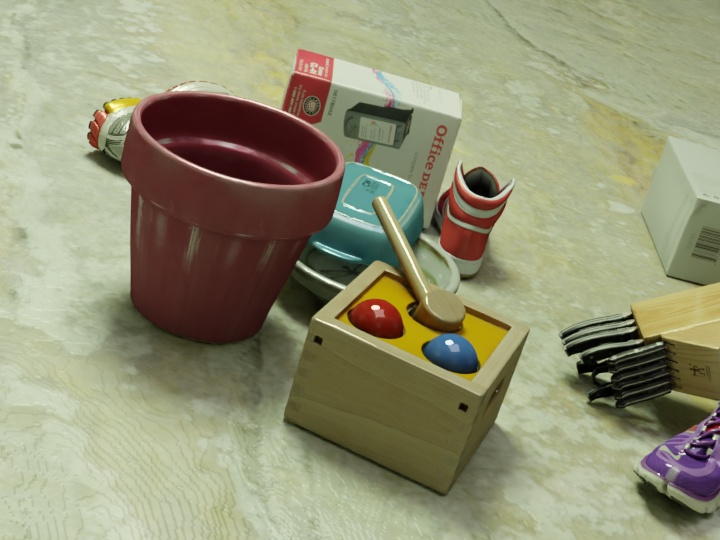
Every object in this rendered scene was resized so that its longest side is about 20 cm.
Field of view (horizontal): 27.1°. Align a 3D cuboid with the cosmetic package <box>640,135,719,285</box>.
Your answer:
[{"bbox_3d":[0.416,-0.075,1.856,0.081,0.113,0.200,14,27,-5],"label":"cosmetic package"}]

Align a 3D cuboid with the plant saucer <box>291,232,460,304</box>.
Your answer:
[{"bbox_3d":[0.000,0.000,1.504,0.199,0.050,0.200,14,25,-7],"label":"plant saucer"}]

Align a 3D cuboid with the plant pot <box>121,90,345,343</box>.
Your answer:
[{"bbox_3d":[-0.130,-0.043,1.354,0.199,0.180,0.200,14,26,-7],"label":"plant pot"}]

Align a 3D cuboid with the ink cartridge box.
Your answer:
[{"bbox_3d":[0.002,-0.149,1.694,0.199,0.148,0.086,15,25,-4],"label":"ink cartridge box"}]

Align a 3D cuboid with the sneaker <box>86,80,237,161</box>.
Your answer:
[{"bbox_3d":[-0.205,-0.153,1.670,0.199,0.078,0.082,-23,49,-41],"label":"sneaker"}]

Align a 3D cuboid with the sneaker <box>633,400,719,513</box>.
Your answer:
[{"bbox_3d":[0.318,0.155,1.355,0.080,0.084,0.200,32,30,29],"label":"sneaker"}]

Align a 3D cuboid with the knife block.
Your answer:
[{"bbox_3d":[0.303,0.062,1.468,0.175,0.064,0.200,14,39,41],"label":"knife block"}]

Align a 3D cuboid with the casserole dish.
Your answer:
[{"bbox_3d":[0.004,-0.063,1.532,0.121,0.039,0.200,21,24,6],"label":"casserole dish"}]

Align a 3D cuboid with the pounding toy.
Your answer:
[{"bbox_3d":[0.043,0.057,1.305,0.183,0.143,0.200,24,26,13],"label":"pounding toy"}]

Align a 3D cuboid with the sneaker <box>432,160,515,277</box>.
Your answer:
[{"bbox_3d":[0.127,-0.082,1.679,0.071,0.113,0.200,16,25,-4],"label":"sneaker"}]
